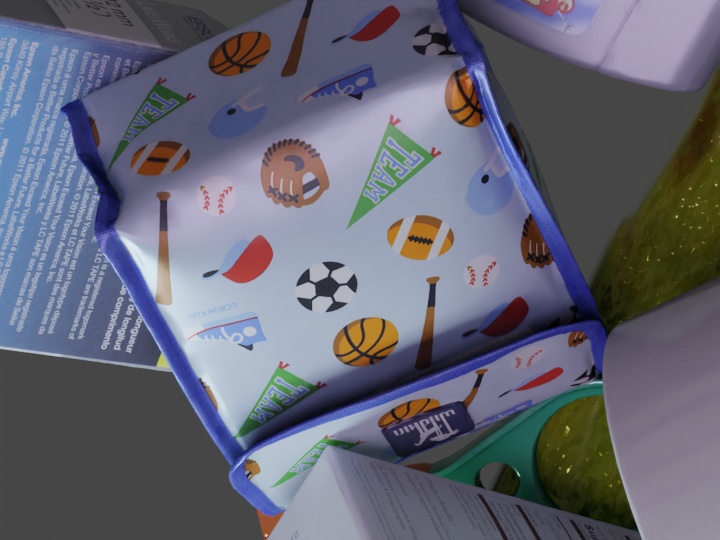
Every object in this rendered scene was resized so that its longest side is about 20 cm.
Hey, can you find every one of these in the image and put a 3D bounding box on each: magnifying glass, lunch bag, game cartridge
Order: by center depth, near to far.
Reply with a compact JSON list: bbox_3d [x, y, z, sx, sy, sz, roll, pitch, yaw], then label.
[{"bbox_3d":[0.074,-0.161,1.174,0.200,0.042,0.133,30,107,3],"label":"game cartridge"},{"bbox_3d":[0.000,0.000,1.177,0.170,0.124,0.200,-22,128,4],"label":"lunch bag"},{"bbox_3d":[0.052,0.091,1.265,0.199,0.022,0.080,-10,104,17],"label":"magnifying glass"}]

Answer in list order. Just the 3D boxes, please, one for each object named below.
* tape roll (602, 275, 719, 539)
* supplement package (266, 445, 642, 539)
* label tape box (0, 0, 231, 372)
[{"bbox_3d":[0.200,0.083,1.131,0.139,0.203,0.203,-27,99,19],"label":"tape roll"},{"bbox_3d":[0.057,0.166,1.188,0.200,0.110,0.114,17,118,-30],"label":"supplement package"},{"bbox_3d":[-0.109,-0.039,1.227,0.199,0.066,0.144,8,113,-30],"label":"label tape box"}]
